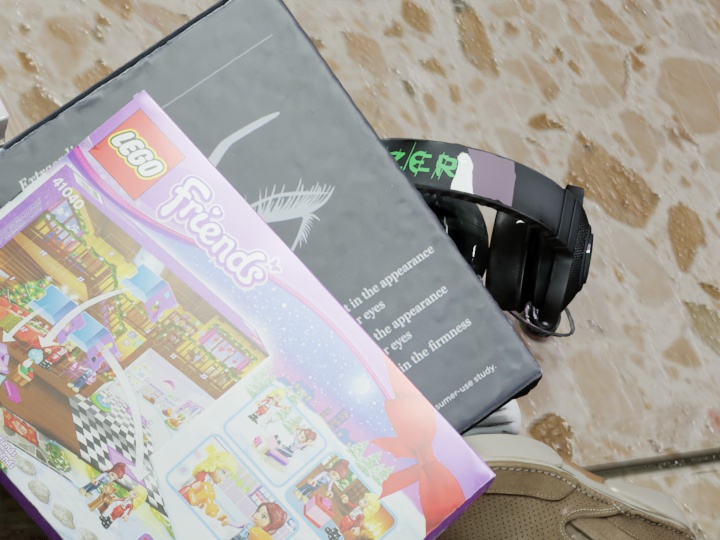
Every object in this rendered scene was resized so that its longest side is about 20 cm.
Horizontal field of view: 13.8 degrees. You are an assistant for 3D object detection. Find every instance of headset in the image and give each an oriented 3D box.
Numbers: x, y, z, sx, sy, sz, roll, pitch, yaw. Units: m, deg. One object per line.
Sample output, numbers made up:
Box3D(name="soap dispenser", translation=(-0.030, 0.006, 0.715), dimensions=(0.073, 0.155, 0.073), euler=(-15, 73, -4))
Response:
Box3D(name="headset", translation=(0.058, -0.023, 1.423), dimensions=(0.200, 0.123, 0.094), euler=(47, 51, -56))

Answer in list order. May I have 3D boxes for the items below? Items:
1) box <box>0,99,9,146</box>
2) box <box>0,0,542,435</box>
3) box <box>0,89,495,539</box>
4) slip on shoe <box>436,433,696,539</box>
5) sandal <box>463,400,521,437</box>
Box3D(name="box", translation=(-0.213, -0.131, 1.298), dimensions=(0.041, 0.039, 0.200), euler=(-22, 71, -23))
Box3D(name="box", translation=(-0.047, 0.007, 1.204), dimensions=(0.148, 0.104, 0.200), euler=(-34, 88, -12))
Box3D(name="box", translation=(-0.067, 0.051, 1.110), dimensions=(0.137, 0.039, 0.200), euler=(-41, 83, -13))
Box3D(name="slip on shoe", translation=(0.082, 0.127, 1.342), dimensions=(0.200, 0.076, 0.061), euler=(20, 36, -44))
Box3D(name="sandal", translation=(-0.006, 0.004, 1.332), dimensions=(0.207, 0.079, 0.059), euler=(45, 36, -19))
